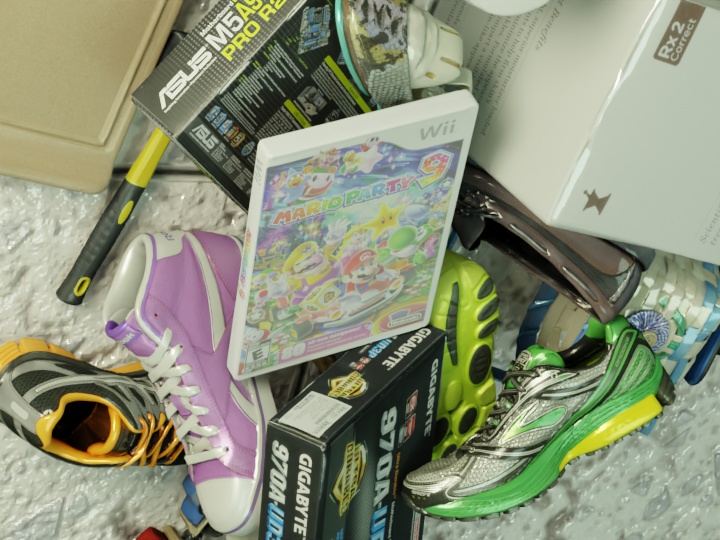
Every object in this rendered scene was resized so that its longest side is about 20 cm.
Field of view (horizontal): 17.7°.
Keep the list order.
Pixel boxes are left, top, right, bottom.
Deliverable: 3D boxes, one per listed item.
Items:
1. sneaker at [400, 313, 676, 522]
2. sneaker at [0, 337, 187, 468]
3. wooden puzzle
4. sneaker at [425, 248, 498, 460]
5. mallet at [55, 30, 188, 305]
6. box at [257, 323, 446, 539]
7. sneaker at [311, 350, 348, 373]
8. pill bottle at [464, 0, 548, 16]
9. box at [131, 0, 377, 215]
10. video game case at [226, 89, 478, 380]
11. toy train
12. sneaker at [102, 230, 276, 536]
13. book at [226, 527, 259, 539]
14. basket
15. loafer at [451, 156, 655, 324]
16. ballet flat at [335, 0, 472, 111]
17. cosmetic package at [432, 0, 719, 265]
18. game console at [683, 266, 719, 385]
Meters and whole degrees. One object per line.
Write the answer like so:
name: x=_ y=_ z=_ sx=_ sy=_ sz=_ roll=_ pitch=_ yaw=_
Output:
sneaker: x=0.109 y=0.098 z=1.557 sx=0.200 sy=0.078 sz=0.085 roll=-33 pitch=109 yaw=-10
sneaker: x=-0.159 y=0.102 z=1.537 sx=0.200 sy=0.077 sz=0.078 roll=11 pitch=111 yaw=-38
wooden puzzle: x=-0.198 y=-0.156 z=1.379 sx=0.185 sy=0.037 sz=0.200 roll=12 pitch=107 yaw=-37
sneaker: x=0.051 y=0.065 z=1.616 sx=0.074 sy=0.084 sz=0.200 roll=-12 pitch=128 yaw=-27
mallet: x=-0.132 y=-0.061 z=1.482 sx=0.066 sy=0.041 sz=0.200 roll=7 pitch=119 yaw=-40
box: x=-0.009 y=0.149 z=1.536 sx=0.159 sy=0.046 sz=0.200 roll=-39 pitch=143 yaw=-49
sneaker: x=0.000 y=0.000 z=1.555 sx=0.112 sy=0.071 sz=0.200 roll=-39 pitch=155 yaw=-14
pill bottle: x=0.043 y=-0.228 z=1.368 sx=0.113 sy=0.200 sz=0.114 roll=-16 pitch=123 yaw=-26
box: x=-0.042 y=-0.118 z=1.439 sx=0.160 sy=0.044 sz=0.200 roll=-48 pitch=156 yaw=-2
video game case: x=-0.007 y=-0.019 z=1.434 sx=0.143 sy=0.018 sz=0.200 roll=-15 pitch=141 yaw=-23
toy train: x=-0.146 y=0.206 z=1.644 sx=0.046 sy=0.034 sz=0.200 roll=37 pitch=96 yaw=-30
sneaker: x=-0.118 y=0.073 z=1.496 sx=0.114 sy=0.073 sz=0.201 roll=5 pitch=72 yaw=-43
book: x=-0.029 y=0.176 z=1.629 sx=0.200 sy=0.048 sz=0.134 roll=-38 pitch=136 yaw=-49
basket: x=0.148 y=0.015 z=1.643 sx=0.200 sy=0.139 sz=0.177 roll=23 pitch=119 yaw=-6
loafer: x=0.096 y=-0.031 z=1.544 sx=0.063 sy=0.200 sz=0.072 roll=-63 pitch=169 yaw=-8
ballet flat: x=0.032 y=-0.124 z=1.409 sx=0.072 sy=0.072 sz=0.200 roll=-38 pitch=158 yaw=-6
cosmetic package: x=0.164 y=-0.129 z=1.514 sx=0.165 sy=0.200 sz=0.165 roll=12 pitch=112 yaw=-37
game console: x=0.307 y=-0.011 z=1.725 sx=0.171 sy=0.118 sz=0.200 roll=14 pitch=108 yaw=-42
